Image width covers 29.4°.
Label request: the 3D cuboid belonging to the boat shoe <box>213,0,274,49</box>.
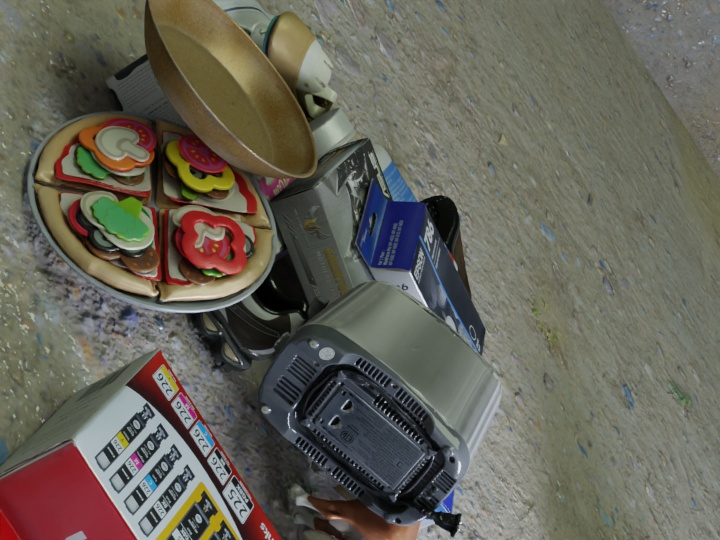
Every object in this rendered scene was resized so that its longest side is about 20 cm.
[{"bbox_3d":[-0.110,-0.222,1.346,0.067,0.073,0.199,64,24,10],"label":"boat shoe"}]

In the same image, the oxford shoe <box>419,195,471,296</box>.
[{"bbox_3d":[0.086,0.000,1.532,0.085,0.072,0.202,62,21,-43],"label":"oxford shoe"}]

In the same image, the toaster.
[{"bbox_3d":[0.027,0.101,1.067,0.199,0.114,0.129,39,34,4],"label":"toaster"}]

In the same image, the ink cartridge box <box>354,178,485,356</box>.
[{"bbox_3d":[0.058,0.018,1.235,0.201,0.039,0.100,60,28,-32],"label":"ink cartridge box"}]

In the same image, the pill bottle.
[{"bbox_3d":[0.001,-0.054,1.349,0.201,0.111,0.112,57,25,-13],"label":"pill bottle"}]

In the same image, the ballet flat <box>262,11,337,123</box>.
[{"bbox_3d":[-0.052,-0.190,1.341,0.200,0.062,0.069,80,32,-75],"label":"ballet flat"}]

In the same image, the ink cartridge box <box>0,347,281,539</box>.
[{"bbox_3d":[-0.138,0.183,0.873,0.201,0.083,0.176,58,25,-11],"label":"ink cartridge box"}]

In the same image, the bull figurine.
[{"bbox_3d":[0.014,0.175,1.137,0.200,0.120,0.066,-60,163,-67],"label":"bull figurine"}]

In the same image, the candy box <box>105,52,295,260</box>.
[{"bbox_3d":[-0.115,-0.102,1.219,0.202,0.071,0.168,62,24,-1],"label":"candy box"}]

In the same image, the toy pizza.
[{"bbox_3d":[-0.152,-0.053,1.040,0.198,0.032,0.202,17,44,-17],"label":"toy pizza"}]

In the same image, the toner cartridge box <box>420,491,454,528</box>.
[{"bbox_3d":[0.017,0.136,1.272,0.201,0.043,0.095,52,28,-22],"label":"toner cartridge box"}]

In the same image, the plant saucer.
[{"bbox_3d":[-0.113,-0.148,1.117,0.200,0.035,0.201,45,21,-23],"label":"plant saucer"}]

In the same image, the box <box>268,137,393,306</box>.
[{"bbox_3d":[0.000,0.000,1.221,0.202,0.048,0.158,69,23,-13],"label":"box"}]

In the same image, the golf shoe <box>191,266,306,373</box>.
[{"bbox_3d":[-0.119,-0.018,1.104,0.201,0.094,0.078,52,28,-17],"label":"golf shoe"}]
